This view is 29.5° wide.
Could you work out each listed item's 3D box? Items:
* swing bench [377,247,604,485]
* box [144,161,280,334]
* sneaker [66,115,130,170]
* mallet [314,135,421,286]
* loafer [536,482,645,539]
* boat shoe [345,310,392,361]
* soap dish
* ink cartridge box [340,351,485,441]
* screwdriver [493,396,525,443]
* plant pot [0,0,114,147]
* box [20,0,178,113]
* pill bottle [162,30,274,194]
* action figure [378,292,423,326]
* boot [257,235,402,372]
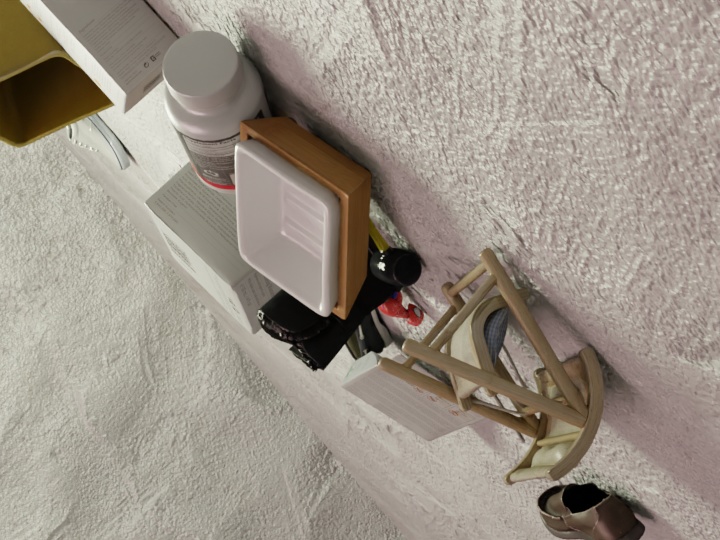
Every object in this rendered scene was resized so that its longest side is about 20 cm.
[{"bbox_3d":[0.140,0.105,1.359,0.200,0.130,0.199,41,168,1],"label":"swing bench"},{"bbox_3d":[-0.192,-0.042,2.032,0.200,0.131,0.199,42,167,20],"label":"box"},{"bbox_3d":[-0.526,-0.264,2.636,0.200,0.071,0.073,52,167,-21],"label":"sneaker"},{"bbox_3d":[-0.004,-0.066,1.530,0.200,0.041,0.066,54,164,-13],"label":"mallet"},{"bbox_3d":[0.268,0.278,1.633,0.071,0.073,0.200,60,161,-10],"label":"loafer"},{"bbox_3d":[-0.016,0.062,1.918,0.076,0.060,0.200,34,163,47],"label":"boat shoe"},{"bbox_3d":[-0.061,-0.060,1.490,0.157,0.081,0.200,35,146,25],"label":"soap dish"},{"bbox_3d":[0.082,0.163,1.896,0.161,0.050,0.200,33,151,-11],"label":"ink cartridge box"},{"bbox_3d":[0.159,0.152,1.658,0.028,0.029,0.200,32,156,51],"label":"screwdriver"},{"bbox_3d":[-0.464,-0.318,1.886,0.194,0.195,0.201,31,-140,-68],"label":"plant pot"},{"bbox_3d":[-0.326,-0.310,1.706,0.200,0.097,0.124,47,169,-5],"label":"box"},{"bbox_3d":[-0.154,-0.175,1.506,0.111,0.111,0.200,42,167,21],"label":"pill bottle"},{"bbox_3d":[0.000,0.000,1.692,0.200,0.052,0.065,43,174,-3],"label":"action figure"},{"bbox_3d":[-0.062,-0.001,1.613,0.200,0.168,0.076,48,168,-4],"label":"boot"}]
